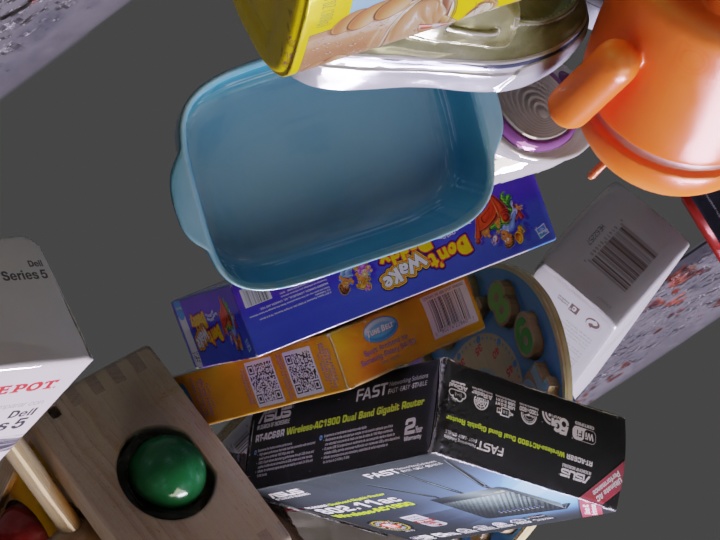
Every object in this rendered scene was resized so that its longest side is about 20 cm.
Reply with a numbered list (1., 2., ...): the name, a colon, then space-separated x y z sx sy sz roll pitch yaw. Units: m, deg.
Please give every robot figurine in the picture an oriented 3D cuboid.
1. robot figurine: 0.180 -0.119 1.466 0.144 0.116 0.200 -59 171 -39

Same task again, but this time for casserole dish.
1. casserole dish: -0.017 -0.063 1.465 0.199 0.122 0.039 -19 -169 -23

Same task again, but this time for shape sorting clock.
1. shape sorting clock: 0.079 0.095 1.818 0.039 0.201 0.200 4 143 -33

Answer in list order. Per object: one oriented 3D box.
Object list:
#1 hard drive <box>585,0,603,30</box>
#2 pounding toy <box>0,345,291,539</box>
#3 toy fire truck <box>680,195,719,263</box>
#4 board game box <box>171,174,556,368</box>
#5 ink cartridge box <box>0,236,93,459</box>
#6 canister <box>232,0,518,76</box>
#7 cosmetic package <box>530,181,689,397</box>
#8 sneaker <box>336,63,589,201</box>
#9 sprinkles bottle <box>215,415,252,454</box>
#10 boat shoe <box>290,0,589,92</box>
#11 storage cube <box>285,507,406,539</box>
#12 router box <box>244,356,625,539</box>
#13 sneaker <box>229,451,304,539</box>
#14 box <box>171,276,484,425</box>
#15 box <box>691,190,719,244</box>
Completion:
1. hard drive: 0.216 -0.183 1.495 0.131 0.027 0.200 21 138 -15
2. pounding toy: -0.163 0.149 1.687 0.142 0.184 0.200 -29 163 -33
3. toy fire truck: 0.303 -0.018 1.869 0.112 0.168 0.200 -31 163 6
4. board game box: 0.000 0.000 1.636 0.199 0.045 0.134 -21 -178 -19
5. ink cartridge box: -0.263 0.074 1.486 0.145 0.084 0.200 -5 149 -46
6. canister: 0.043 -0.177 1.306 0.199 0.087 0.149 -20 157 -19
7. cosmetic package: 0.143 0.037 1.894 0.102 0.074 0.200 -44 172 -35
8. sneaker: 0.046 -0.077 1.581 0.199 0.075 0.100 -14 170 -30
9. sprinkles bottle: -0.071 0.130 1.879 0.068 0.068 0.200 -7 150 -44
10. boat shoe: 0.047 -0.134 1.427 0.199 0.072 0.062 -11 148 -36
11. storage cube: -0.040 0.276 1.884 0.199 0.172 0.180 2 149 -24
12. router box: 0.044 0.116 1.696 0.149 0.062 0.200 20 157 -32
13. sneaker: -0.077 0.152 1.775 0.075 0.200 0.071 -25 135 -37
14. box: -0.031 0.053 1.694 0.119 0.042 0.200 -23 -174 -40
15. box: 0.270 -0.122 1.627 0.104 0.148 0.200 -12 154 -36
